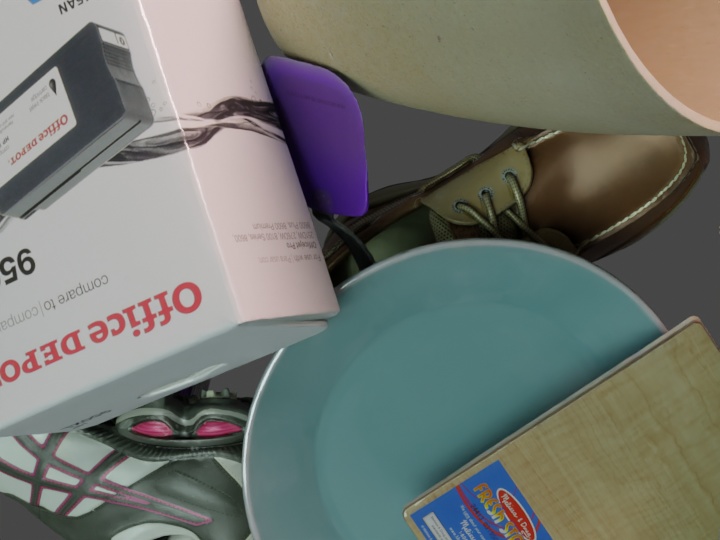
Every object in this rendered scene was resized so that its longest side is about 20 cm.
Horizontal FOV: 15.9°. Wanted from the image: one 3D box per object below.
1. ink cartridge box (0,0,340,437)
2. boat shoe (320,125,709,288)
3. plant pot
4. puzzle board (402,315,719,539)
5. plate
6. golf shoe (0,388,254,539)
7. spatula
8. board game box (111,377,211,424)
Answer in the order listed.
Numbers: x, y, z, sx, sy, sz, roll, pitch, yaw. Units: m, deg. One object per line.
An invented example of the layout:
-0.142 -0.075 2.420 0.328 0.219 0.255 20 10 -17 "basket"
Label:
-0.112 -0.048 1.057 0.144 0.084 0.201 -23 81 27 "ink cartridge box"
0.059 -0.017 1.121 0.199 0.074 0.076 -28 99 31 "boat shoe"
0.059 -0.134 1.025 0.199 0.187 0.188 -8 110 42 "plant pot"
0.133 0.138 1.100 0.150 0.017 0.201 -33 104 9 "puzzle board"
0.047 0.079 1.100 0.198 0.026 0.202 -2 109 -6 "plate"
-0.133 0.099 1.206 0.199 0.077 0.089 -1 85 25 "golf shoe"
0.000 0.000 1.095 0.056 0.021 0.201 16 137 40 "spatula"
-0.164 0.017 1.259 0.199 0.032 0.121 24 116 12 "board game box"
